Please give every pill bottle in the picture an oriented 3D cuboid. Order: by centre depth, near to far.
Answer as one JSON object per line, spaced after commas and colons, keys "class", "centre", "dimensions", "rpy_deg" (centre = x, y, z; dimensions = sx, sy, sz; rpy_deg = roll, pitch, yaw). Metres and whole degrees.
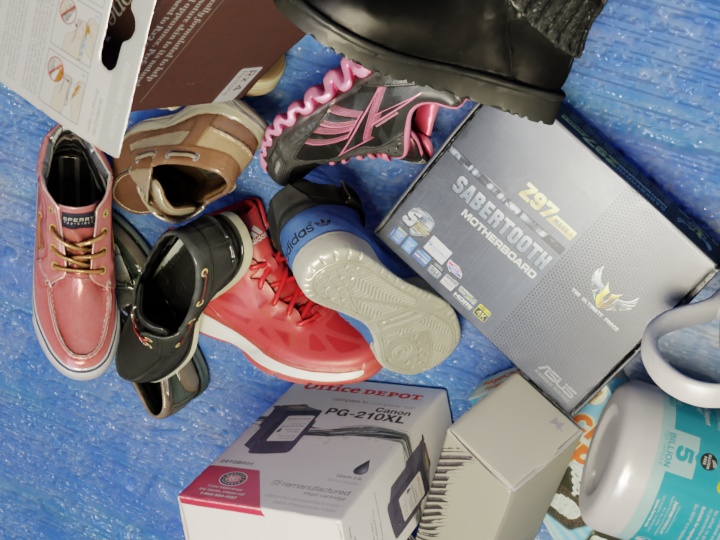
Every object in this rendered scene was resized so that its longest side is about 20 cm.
{"class": "pill bottle", "centre": [0.264, 0.157, 0.971], "dimensions": [0.199, 0.111, 0.111], "rpy_deg": [18, 125, -1]}

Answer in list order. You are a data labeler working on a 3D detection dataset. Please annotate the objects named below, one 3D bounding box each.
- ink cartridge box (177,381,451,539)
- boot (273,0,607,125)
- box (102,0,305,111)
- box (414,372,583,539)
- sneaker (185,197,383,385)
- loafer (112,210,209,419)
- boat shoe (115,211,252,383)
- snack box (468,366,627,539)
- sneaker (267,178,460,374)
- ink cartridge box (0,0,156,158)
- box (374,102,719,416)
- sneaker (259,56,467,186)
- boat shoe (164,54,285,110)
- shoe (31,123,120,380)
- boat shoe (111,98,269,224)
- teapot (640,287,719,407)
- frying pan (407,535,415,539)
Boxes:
{"class": "ink cartridge box", "centre": [-0.027, 0.169, 1.096], "dimensions": [0.144, 0.200, 0.085], "rpy_deg": [3, 115, 27]}
{"class": "boot", "centre": [0.064, -0.196, 0.862], "dimensions": [0.210, 0.079, 0.158], "rpy_deg": [15, 110, -18]}
{"class": "box", "centre": [-0.135, -0.235, 0.916], "dimensions": [0.166, 0.164, 0.200], "rpy_deg": [-41, 73, 38]}
{"class": "box", "centre": [0.100, 0.170, 1.046], "dimensions": [0.068, 0.082, 0.200], "rpy_deg": [42, 149, 23]}
{"class": "sneaker", "centre": [-0.069, 0.013, 1.109], "dimensions": [0.199, 0.078, 0.116], "rpy_deg": [16, 125, 19]}
{"class": "loafer", "centre": [-0.201, 0.037, 1.202], "dimensions": [0.072, 0.063, 0.201], "rpy_deg": [-20, 105, 36]}
{"class": "boat shoe", "centre": [-0.158, 0.028, 1.107], "dimensions": [0.074, 0.063, 0.201], "rpy_deg": [55, 134, 16]}
{"class": "snack box", "centre": [0.184, 0.157, 1.075], "dimensions": [0.116, 0.037, 0.200], "rpy_deg": [-25, 103, 36]}
{"class": "sneaker", "centre": [0.001, -0.001, 1.054], "dimensions": [0.077, 0.200, 0.111], "rpy_deg": [-40, 49, 13]}
{"class": "ink cartridge box", "centre": [-0.181, -0.183, 0.830], "dimensions": [0.200, 0.047, 0.161], "rpy_deg": [33, 119, 28]}
{"class": "box", "centre": [0.132, -0.020, 0.972], "dimensions": [0.200, 0.051, 0.158], "rpy_deg": [43, 117, 5]}
{"class": "sneaker", "centre": [0.006, -0.105, 0.995], "dimensions": [0.200, 0.079, 0.096], "rpy_deg": [-37, 90, 39]}
{"class": "boat shoe", "centre": [-0.150, -0.161, 1.063], "dimensions": [0.199, 0.072, 0.065], "rpy_deg": [10, 143, 14]}
{"class": "shoe", "centre": [-0.233, -0.017, 1.117], "dimensions": [0.071, 0.201, 0.091], "rpy_deg": [-3, 159, -14]}
{"class": "boat shoe", "centre": [-0.148, -0.076, 1.076], "dimensions": [0.076, 0.072, 0.200], "rpy_deg": [31, 151, -23]}
{"class": "teapot", "centre": [0.314, 0.062, 0.867], "dimensions": [0.200, 0.146, 0.198], "rpy_deg": [-33, 106, 33]}
{"class": "frying pan", "centre": [0.022, 0.278, 1.184], "dimensions": [0.115, 0.031, 0.190], "rpy_deg": [-24, 107, 36]}
